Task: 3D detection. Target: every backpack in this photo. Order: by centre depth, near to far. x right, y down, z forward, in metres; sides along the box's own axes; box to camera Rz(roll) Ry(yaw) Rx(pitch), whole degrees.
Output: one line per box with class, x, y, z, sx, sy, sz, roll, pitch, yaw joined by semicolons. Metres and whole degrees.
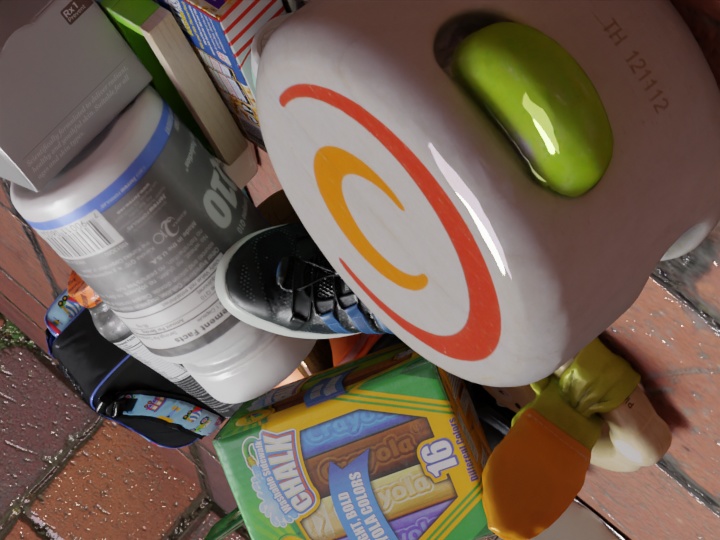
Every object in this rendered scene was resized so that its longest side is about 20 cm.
backpack;-0.180;0.070;1.608;0.134;0.183;0.200;42;179;32

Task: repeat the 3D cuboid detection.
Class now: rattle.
rattle;0.095;0.109;1.088;0.130;0.143;0.200;34;165;-30

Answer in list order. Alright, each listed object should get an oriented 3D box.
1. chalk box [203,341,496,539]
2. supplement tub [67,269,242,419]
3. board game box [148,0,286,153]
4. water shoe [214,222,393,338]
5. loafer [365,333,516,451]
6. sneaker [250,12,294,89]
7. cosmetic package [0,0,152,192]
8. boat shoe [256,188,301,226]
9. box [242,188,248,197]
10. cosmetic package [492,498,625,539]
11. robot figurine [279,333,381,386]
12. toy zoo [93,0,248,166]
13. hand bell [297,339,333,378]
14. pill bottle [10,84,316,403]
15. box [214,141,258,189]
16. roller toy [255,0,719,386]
chalk box;-0.018;0.135;1.120;0.125;0.199;0.125;-60;-50;-80
supplement tub;-0.142;0.035;1.434;0.200;0.123;0.122;37;168;-22
board game box;-0.122;-0.167;1.043;0.200;0.046;0.152;35;163;27
water shoe;0.013;0.002;1.002;0.199;0.072;0.079;4;166;-5
loafer;0.073;0.113;1.228;0.200;0.072;0.073;47;-174;-21
sneaker;0.016;-0.049;0.961;0.200;0.074;0.118;47;161;24
cosmetic package;-0.227;-0.126;1.049;0.200;0.107;0.090;26;157;53
boat shoe;0.000;0.000;1.140;0.200;0.074;0.069;26;152;45
box;-0.178;-0.096;1.369;0.200;0.049;0.082;36;164;24
cosmetic package;0.160;0.259;1.412;0.103;0.087;0.200;39;164;16
robot figurine;-0.008;0.089;1.323;0.200;0.116;0.144;48;-157;-21
toy zoo;-0.164;-0.151;1.065;0.200;0.020;0.131;32;162;35
hand bell;-0.017;0.101;1.221;0.104;0.104;0.201;2;115;67
pill bottle;-0.117;-0.014;1.067;0.200;0.114;0.114;50;163;-31
box;-0.185;-0.118;1.216;0.200;0.109;0.128;38;165;16
roller toy;0.057;-0.059;0.716;0.200;0.140;0.183;31;151;43
